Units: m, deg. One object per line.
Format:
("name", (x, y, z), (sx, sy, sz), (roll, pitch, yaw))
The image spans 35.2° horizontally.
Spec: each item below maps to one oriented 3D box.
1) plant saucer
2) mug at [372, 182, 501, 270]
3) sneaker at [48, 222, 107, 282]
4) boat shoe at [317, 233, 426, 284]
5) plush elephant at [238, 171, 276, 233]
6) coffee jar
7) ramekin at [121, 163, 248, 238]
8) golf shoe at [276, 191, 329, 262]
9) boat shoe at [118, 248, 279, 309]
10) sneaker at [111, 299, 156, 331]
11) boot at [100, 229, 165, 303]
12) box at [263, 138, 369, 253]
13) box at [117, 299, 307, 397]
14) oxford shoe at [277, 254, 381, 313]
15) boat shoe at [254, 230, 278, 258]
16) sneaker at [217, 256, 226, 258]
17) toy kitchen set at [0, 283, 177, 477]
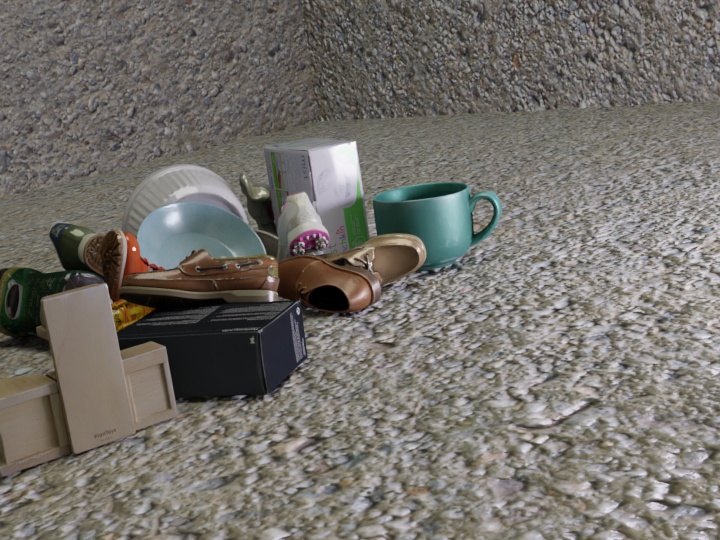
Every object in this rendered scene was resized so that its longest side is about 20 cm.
("plant saucer", (-0.237, -0.018, 1.690), (0.199, 0.039, 0.202), (13, 44, -13))
("mug", (0.110, -0.065, 1.746), (0.151, 0.116, 0.184), (-19, 17, -40))
("sneaker", (-0.395, -0.010, 1.673), (0.089, 0.201, 0.068), (23, 68, 20))
("boat shoe", (0.000, 0.000, 1.657), (0.198, 0.072, 0.065), (-16, 15, 16))
("plush elephant", (-0.133, -0.121, 2.040), (0.154, 0.166, 0.200), (29, 57, 28))
("coffee jar", (-0.455, 0.049, 1.634), (0.198, 0.106, 0.085), (4, -5, 41))
("ramekin", (-0.272, -0.061, 1.810), (0.198, 0.203, 0.105), (-14, 23, -22))
("golf shoe", (-0.095, -0.050, 1.739), (0.074, 0.093, 0.200), (-12, -18, -19))
("boat shoe", (-0.200, 0.011, 1.416), (0.197, 0.069, 0.072), (3, -14, -11))
("sneaker", (-0.283, 0.060, 1.464), (0.199, 0.074, 0.077), (-31, -13, 10))
("boot", (-0.294, 0.008, 1.529), (0.106, 0.076, 0.201), (-10, -32, -16))
("box", (-0.073, -0.110, 1.867), (0.096, 0.203, 0.176), (-14, 13, -27))
("box", (-0.179, 0.093, 1.333), (0.197, 0.080, 0.141), (-4, 10, 18))
("oxford shoe", (-0.069, 0.023, 1.592), (0.198, 0.072, 0.071), (5, 23, 41))
("boat shoe", (-0.163, -0.038, 1.903), (0.062, 0.074, 0.199), (-20, 12, -37))
("sneaker", (-0.187, 0.039, 1.500), (0.070, 0.077, 0.200), (-10, 16, -6))
("toy kitchen set", (-0.334, 0.095, 1.230), (0.198, 0.165, 0.180), (-16, 15, -32))
